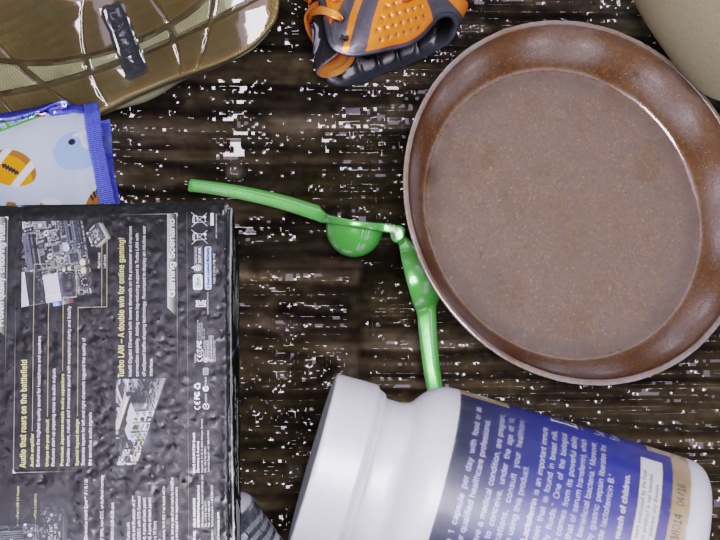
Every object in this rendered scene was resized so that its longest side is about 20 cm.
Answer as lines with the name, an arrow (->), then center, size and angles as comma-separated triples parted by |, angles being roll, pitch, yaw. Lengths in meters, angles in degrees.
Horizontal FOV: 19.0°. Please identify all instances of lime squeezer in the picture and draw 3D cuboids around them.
lime squeezer -> 0.000, 0.000, 1.158 | 0.200, 0.038, 0.071 | 45, 110, 2

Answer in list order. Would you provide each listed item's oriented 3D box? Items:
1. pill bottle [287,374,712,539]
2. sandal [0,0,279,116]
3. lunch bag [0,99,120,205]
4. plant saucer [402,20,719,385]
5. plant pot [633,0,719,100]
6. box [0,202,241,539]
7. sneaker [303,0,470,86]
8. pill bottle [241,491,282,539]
pill bottle -> 0.068, 0.126, 1.095 | 0.198, 0.116, 0.117 | 17, 79, -3
sandal -> -0.136, -0.123, 1.146 | 0.198, 0.054, 0.081 | -15, 96, 8
lunch bag -> -0.193, 0.024, 1.085 | 0.168, 0.124, 0.202 | -11, 88, -6
plant saucer -> 0.113, -0.034, 1.155 | 0.198, 0.034, 0.202 | 5, 74, -17
plant pot -> 0.222, -0.164, 1.143 | 0.198, 0.201, 0.136 | -4, 115, -6
box -> -0.135, 0.077, 0.970 | 0.162, 0.086, 0.202 | -2, 76, -2
sneaker -> -0.034, -0.165, 1.156 | 0.198, 0.078, 0.113 | 9, 78, -4
pill bottle -> -0.043, 0.218, 1.063 | 0.106, 0.106, 0.201 | -35, 98, -11
